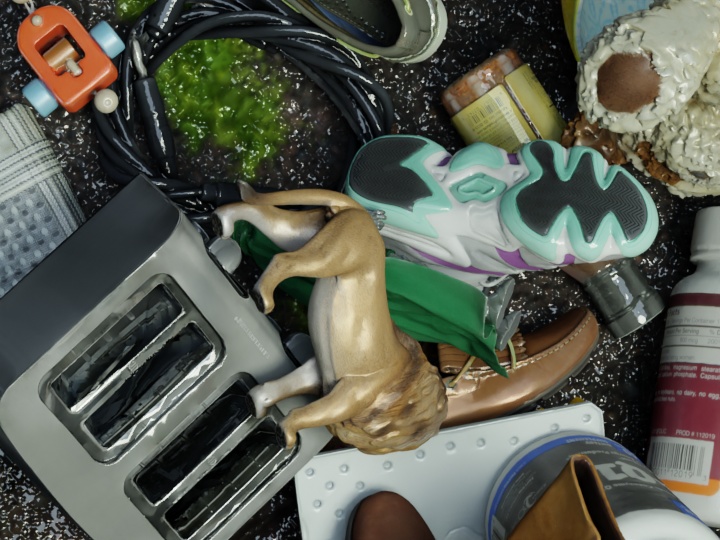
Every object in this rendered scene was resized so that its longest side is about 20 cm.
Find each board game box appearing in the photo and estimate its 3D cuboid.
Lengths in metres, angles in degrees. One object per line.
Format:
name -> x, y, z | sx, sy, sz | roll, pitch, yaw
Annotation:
board game box -> 0.063, 0.191, 1.252 | 0.198, 0.026, 0.202 | -10, 107, -10

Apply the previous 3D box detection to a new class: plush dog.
plush dog -> 0.220, -0.113, 1.238 | 0.198, 0.172, 0.162 | 13, 55, -6

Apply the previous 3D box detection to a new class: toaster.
toaster -> -0.136, 0.071, 1.187 | 0.200, 0.118, 0.181 | -42, 117, -11

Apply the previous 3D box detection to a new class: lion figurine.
lion figurine -> -0.010, 0.025, 1.133 | 0.122, 0.072, 0.202 | -19, 119, -24

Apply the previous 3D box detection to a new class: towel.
towel -> -0.258, 0.016, 1.240 | 0.199, 0.035, 0.194 | -25, 90, -10

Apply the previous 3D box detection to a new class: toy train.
toy train -> -0.156, -0.195, 1.256 | 0.200, 0.056, 0.150 | -44, 80, -4

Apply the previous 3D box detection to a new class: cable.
cable -> -0.073, -0.092, 1.273 | 0.199, 0.051, 0.164 | 37, 80, -5

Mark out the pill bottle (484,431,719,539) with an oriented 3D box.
pill bottle -> 0.151, 0.177, 1.149 | 0.113, 0.200, 0.115 | -3, 105, -13

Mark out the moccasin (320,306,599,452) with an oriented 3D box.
moccasin -> 0.059, 0.066, 1.275 | 0.200, 0.074, 0.078 | -21, 97, -2

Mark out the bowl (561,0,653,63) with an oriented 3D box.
bowl -> 0.211, -0.213, 1.292 | 0.198, 0.201, 0.108 | -15, 45, -11

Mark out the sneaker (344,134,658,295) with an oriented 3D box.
sneaker -> 0.096, -0.019, 1.254 | 0.198, 0.140, 0.078 | 12, 63, 20

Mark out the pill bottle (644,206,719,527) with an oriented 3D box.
pill bottle -> 0.250, 0.066, 1.282 | 0.113, 0.114, 0.202 | 11, 83, -8

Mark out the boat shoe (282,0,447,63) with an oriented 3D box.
boat shoe -> -0.033, -0.205, 1.262 | 0.201, 0.060, 0.072 | 40, 109, 11

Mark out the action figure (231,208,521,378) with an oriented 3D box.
action figure -> 0.000, 0.000, 1.217 | 0.198, 0.118, 0.055 | 20, 65, 19

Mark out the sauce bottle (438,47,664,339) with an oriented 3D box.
sauce bottle -> 0.128, -0.048, 1.297 | 0.066, 0.066, 0.201 | -32, 91, -11

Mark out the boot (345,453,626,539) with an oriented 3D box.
boot -> 0.068, 0.164, 1.103 | 0.068, 0.200, 0.190 | 7, 49, -25
